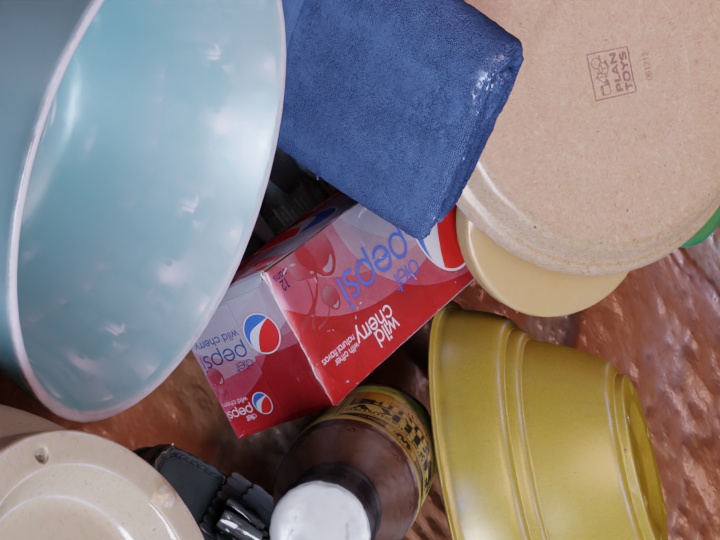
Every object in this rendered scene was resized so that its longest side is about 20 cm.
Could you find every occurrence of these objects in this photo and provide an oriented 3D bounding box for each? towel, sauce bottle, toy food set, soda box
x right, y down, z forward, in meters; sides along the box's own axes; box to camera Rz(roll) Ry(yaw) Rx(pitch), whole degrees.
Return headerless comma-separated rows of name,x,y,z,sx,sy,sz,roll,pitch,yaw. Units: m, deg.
towel,-0.022,-0.111,0.850,0.200,0.112,0.048,37,37,17
sauce bottle,-0.003,0.092,0.809,0.065,0.064,0.200,64,8,-3
toy food set,0.112,-0.092,0.913,0.197,0.049,0.201,-31,101,-21
soda box,0.000,0.000,0.895,0.200,0.063,0.070,-38,103,-50

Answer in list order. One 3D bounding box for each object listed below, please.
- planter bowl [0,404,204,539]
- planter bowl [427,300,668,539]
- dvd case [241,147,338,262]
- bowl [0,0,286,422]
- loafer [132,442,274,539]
planter bowl,-0.131,0.130,0.643,0.200,0.134,0.202,27,52,-41
planter bowl,0.101,0.103,0.921,0.200,0.083,0.202,-14,90,-76
dvd case,-0.031,-0.047,0.952,0.146,0.022,0.200,51,39,-19
bowl,-0.120,-0.053,0.739,0.201,0.104,0.202,-51,151,-43
loafer,-0.025,0.146,0.821,0.200,0.063,0.072,51,39,-20
